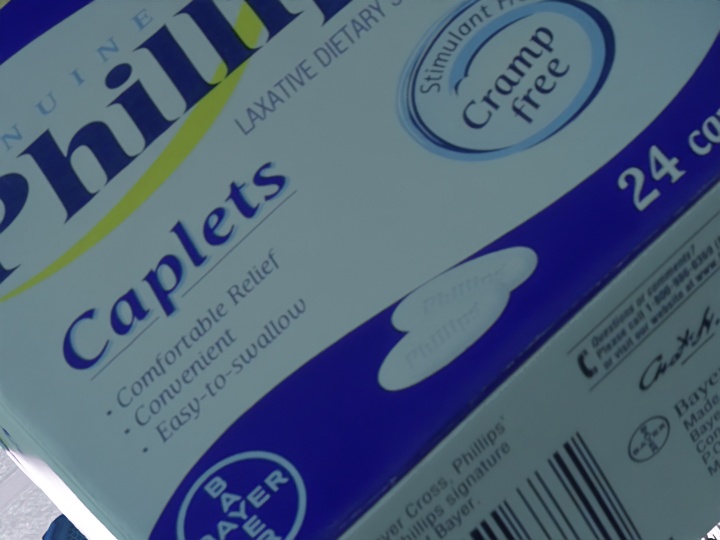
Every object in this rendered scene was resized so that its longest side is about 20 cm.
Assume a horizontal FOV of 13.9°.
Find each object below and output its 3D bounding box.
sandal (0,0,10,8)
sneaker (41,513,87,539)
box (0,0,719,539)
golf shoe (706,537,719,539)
[{"bbox_3d":[-0.079,-0.078,0.849,0.211,0.078,0.070,12,-126,-45],"label":"sandal"},{"bbox_3d":[-0.026,0.084,1.041,0.089,0.199,0.079,56,-149,-49],"label":"sneaker"},{"bbox_3d":[-0.003,-0.004,0.714,0.200,0.184,0.105,40,168,41],"label":"box"},{"bbox_3d":[0.105,0.134,1.040,0.200,0.097,0.078,37,163,47],"label":"golf shoe"}]
